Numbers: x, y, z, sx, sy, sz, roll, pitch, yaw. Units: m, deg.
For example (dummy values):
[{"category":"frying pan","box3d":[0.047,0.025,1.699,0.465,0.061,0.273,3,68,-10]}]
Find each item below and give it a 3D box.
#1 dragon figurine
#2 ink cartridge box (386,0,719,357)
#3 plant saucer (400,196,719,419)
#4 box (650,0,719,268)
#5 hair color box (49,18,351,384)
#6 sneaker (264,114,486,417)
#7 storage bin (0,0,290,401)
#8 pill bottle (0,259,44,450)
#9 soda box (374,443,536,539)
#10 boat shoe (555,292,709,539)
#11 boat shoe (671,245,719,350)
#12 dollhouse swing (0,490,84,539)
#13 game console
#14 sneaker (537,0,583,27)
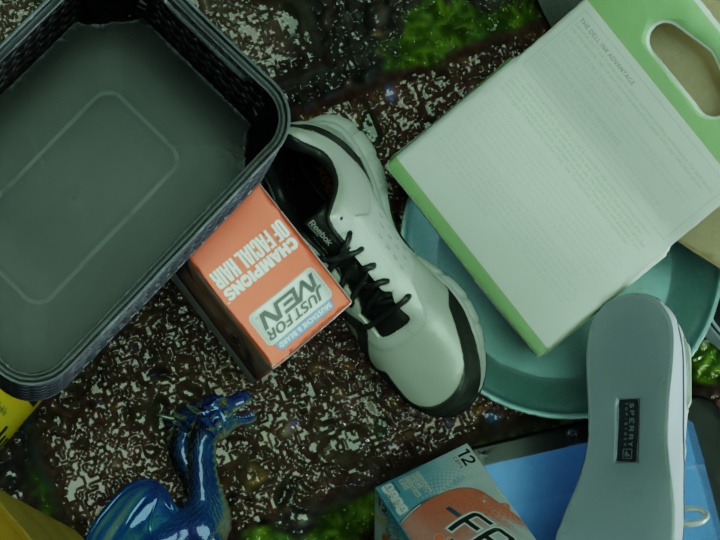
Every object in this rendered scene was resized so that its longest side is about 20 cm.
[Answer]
[{"category":"dragon figurine","box3d":[-0.125,0.154,1.049,0.200,0.059,0.100,-41,90,-14]},{"category":"ink cartridge box","box3d":[0.134,-0.068,1.068,0.200,0.048,0.146,-39,85,6]},{"category":"plant saucer","box3d":[0.121,-0.009,1.124,0.198,0.036,0.202,1,82,-4]},{"category":"box","box3d":[0.225,-0.112,1.087,0.163,0.021,0.201,33,99,4]},{"category":"hair color box","box3d":[-0.095,-0.035,1.056,0.064,0.111,0.200,-39,89,-12]},{"category":"sneaker","box3d":[0.000,0.000,1.067,0.074,0.080,0.201,-38,76,21]},{"category":"storage bin","box3d":[-0.146,-0.046,0.944,0.135,0.094,0.200,43,78,-2]},{"category":"pill bottle","box3d":[-0.227,0.047,1.019,0.111,0.111,0.200,40,77,-3]},{"category":"soda box","box3d":[0.081,0.194,0.998,0.063,0.069,0.200,-23,54,-19]},{"category":"boat shoe","box3d":[0.159,0.120,1.058,0.074,0.086,0.204,-2,76,27]},{"category":"boat shoe","box3d":[0.280,0.046,1.134,0.200,0.068,0.072,44,77,1]},{"category":"dollhouse swing","box3d":[-0.226,0.222,0.928,0.181,0.176,0.201,39,93,35]},{"category":"game console","box3d":[0.155,0.176,1.073,0.198,0.176,0.118,-12,112,-11]},{"category":"sneaker","box3d":[0.196,-0.157,1.153,0.115,0.074,0.201,-40,99,-16]}]
